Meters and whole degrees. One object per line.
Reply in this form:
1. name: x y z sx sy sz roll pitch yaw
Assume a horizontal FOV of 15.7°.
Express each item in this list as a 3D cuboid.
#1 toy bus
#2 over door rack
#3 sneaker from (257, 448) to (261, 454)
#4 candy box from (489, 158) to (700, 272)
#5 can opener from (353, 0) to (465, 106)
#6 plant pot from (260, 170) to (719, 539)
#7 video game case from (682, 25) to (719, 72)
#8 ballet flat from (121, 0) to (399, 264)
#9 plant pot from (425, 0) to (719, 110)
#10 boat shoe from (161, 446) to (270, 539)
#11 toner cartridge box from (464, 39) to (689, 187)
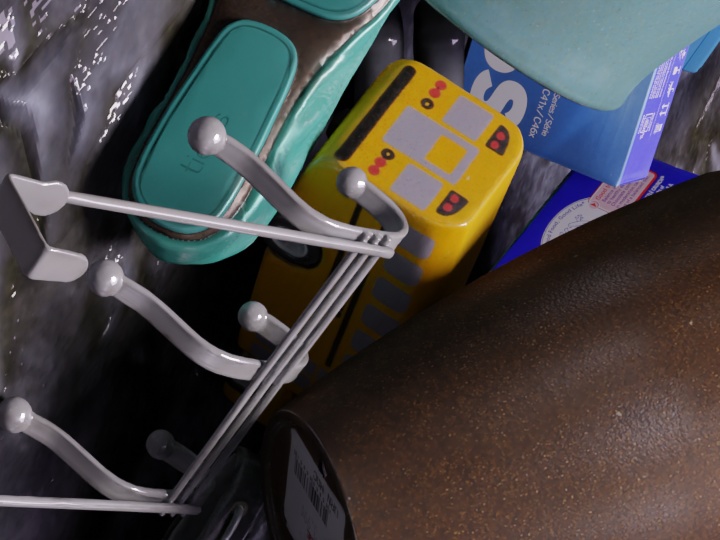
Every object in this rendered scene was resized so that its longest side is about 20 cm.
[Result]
1. toy bus: 0.000 0.000 1.054 0.065 0.078 0.200 -54 171 -33
2. over door rack: -0.089 0.022 0.879 0.199 0.067 0.148 -3 136 -54
3. sneaker: -0.005 0.112 1.208 0.077 0.079 0.201 -30 137 -58
4. candy box: 0.109 0.063 1.309 0.169 0.077 0.201 -49 150 -29
5. can opener: 0.019 -0.048 1.164 0.201 0.052 0.067 89 -3 -50
6. plant pot: 0.070 0.073 0.983 0.199 0.187 0.188 -13 132 -22
7. video game case: 0.186 -0.216 1.259 0.143 0.018 0.201 119 -19 -57
8. ballet flat: -0.028 -0.088 0.980 0.201 0.067 0.070 -59 174 -13
9. plant pot: 0.103 -0.175 1.033 0.188 0.200 0.200 -52 164 16
10. boat shoe: -0.089 0.151 1.057 0.200 0.071 0.072 -50 -161 7
11. toner cartridge box: 0.116 -0.149 1.219 0.043 0.094 0.201 -17 126 -64
